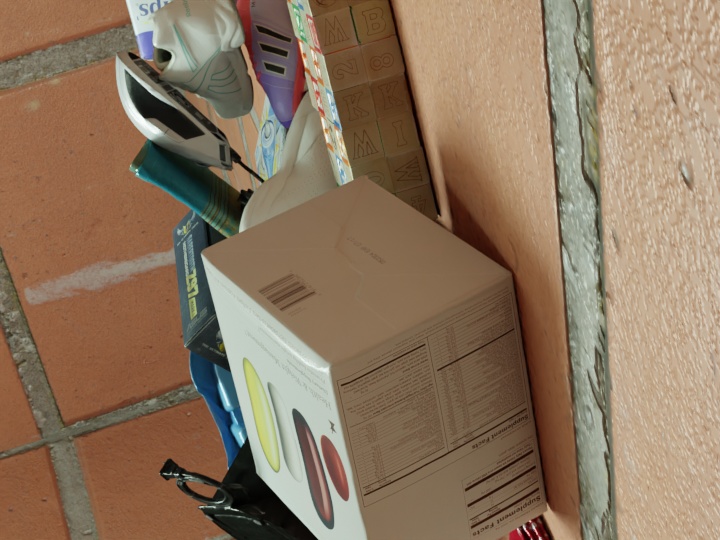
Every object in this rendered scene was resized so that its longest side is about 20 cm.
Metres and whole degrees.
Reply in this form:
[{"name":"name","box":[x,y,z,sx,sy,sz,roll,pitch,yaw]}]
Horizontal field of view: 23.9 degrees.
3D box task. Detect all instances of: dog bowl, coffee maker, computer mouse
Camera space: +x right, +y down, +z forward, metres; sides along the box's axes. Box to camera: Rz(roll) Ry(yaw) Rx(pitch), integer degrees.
[{"name":"dog bowl","box":[-0.091,0.126,1.611,0.050,0.110,0.202,-173,61,-80]},{"name":"coffee maker","box":[-0.031,0.128,1.364,0.192,0.134,0.201,52,-124,-48]},{"name":"computer mouse","box":[-0.142,-0.108,1.457,0.200,0.044,0.110,42,-171,-3]}]

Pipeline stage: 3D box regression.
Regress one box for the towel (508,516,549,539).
[{"name":"towel","box":[0.149,0.280,1.223,0.145,0.022,0.201,81,169,-49]}]

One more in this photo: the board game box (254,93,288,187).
[{"name":"board game box","box":[-0.065,-0.108,1.595,0.201,0.034,0.137,106,157,-58]}]

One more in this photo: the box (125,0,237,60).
[{"name":"box","box":[-0.157,-0.324,1.598,0.184,0.104,0.202,-64,-35,-60]}]

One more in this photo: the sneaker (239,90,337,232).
[{"name":"sneaker","box":[-0.023,-0.078,1.395,0.076,0.088,0.201,79,-151,-52]}]

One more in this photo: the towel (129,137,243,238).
[{"name":"towel","box":[-0.112,-0.047,1.477,0.199,0.022,0.147,38,-170,-9]}]

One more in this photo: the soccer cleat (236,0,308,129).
[{"name":"soccer cleat","box":[-0.076,-0.200,1.478,0.067,0.075,0.202,81,-175,-55]}]

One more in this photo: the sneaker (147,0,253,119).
[{"name":"sneaker","box":[-0.138,-0.185,1.461,0.201,0.079,0.071,83,166,-69]}]

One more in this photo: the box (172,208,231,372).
[{"name":"box","box":[-0.073,0.042,1.518,0.199,0.051,0.159,33,-153,-31]}]

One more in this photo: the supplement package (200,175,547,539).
[{"name":"supplement package","box":[0.009,0.078,1.185,0.191,0.146,0.202,37,146,51]}]

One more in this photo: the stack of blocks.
[{"name":"stack of blocks","box":[-0.003,-0.137,1.293,0.115,0.058,0.202,-130,24,-71]}]
